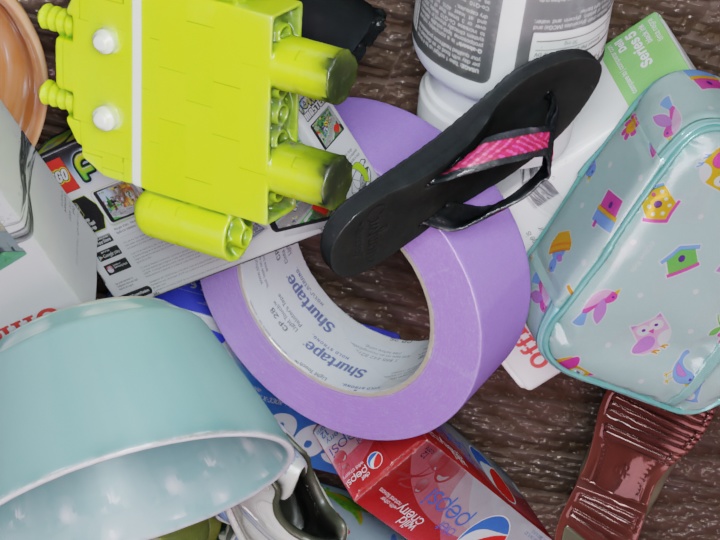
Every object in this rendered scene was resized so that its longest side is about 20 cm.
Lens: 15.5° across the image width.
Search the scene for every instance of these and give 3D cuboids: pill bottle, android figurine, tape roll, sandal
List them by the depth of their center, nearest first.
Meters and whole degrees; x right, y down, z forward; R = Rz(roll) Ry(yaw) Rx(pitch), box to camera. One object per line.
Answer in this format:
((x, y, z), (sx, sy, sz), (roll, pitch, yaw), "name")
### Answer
((-0.095, -0.099, 1.448), (0.199, 0.041, 0.183), (18, 120, 26), "android figurine")
((0.065, -0.051, 1.463), (0.200, 0.045, 0.075), (-37, 148, -23), "sandal")
((0.090, -0.167, 1.522), (0.116, 0.117, 0.201), (-1, 126, -13), "pill bottle")
((0.000, 0.000, 1.580), (0.199, 0.066, 0.201), (19, 129, 25), "tape roll")

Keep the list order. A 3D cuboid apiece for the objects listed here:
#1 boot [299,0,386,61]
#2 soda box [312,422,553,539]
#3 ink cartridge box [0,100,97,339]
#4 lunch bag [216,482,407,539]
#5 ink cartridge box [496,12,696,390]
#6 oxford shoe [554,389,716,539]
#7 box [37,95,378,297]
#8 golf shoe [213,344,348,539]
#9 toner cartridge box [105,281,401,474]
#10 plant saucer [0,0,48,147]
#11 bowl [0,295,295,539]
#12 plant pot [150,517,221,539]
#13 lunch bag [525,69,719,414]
((-0.047, -0.181, 1.504), (0.198, 0.074, 0.162), (-34, 124, 21), "boot")
((0.049, 0.142, 1.728), (0.063, 0.070, 0.200), (-40, 143, 7), "soda box")
((-0.257, -0.034, 1.496), (0.145, 0.085, 0.200), (-23, 127, 13), "ink cartridge box")
((-0.011, 0.222, 1.726), (0.160, 0.200, 0.083), (17, 116, -32), "lunch bag")
((0.144, -0.040, 1.647), (0.199, 0.084, 0.146), (-32, 126, 9), "ink cartridge box")
((0.189, 0.111, 1.791), (0.070, 0.075, 0.201), (30, 101, 4), "oxford shoe")
((-0.092, -0.055, 1.528), (0.199, 0.035, 0.110), (-19, 111, 39), "box")
((-0.071, 0.098, 1.615), (0.078, 0.097, 0.200), (-51, 124, -27), "golf shoe")
((-0.076, 0.065, 1.694), (0.199, 0.043, 0.095), (15, 119, -23), "toner cartridge box")
((-0.280, -0.108, 1.520), (0.199, 0.038, 0.201), (-7, 126, -9), "plant saucer")
((-0.147, 0.085, 1.502), (0.200, 0.106, 0.201), (-17, 162, -6), "bowl")
((-0.188, 0.235, 1.650), (0.198, 0.191, 0.201), (0, 147, 0), "plant pot")
((0.201, -0.014, 1.578), (0.160, 0.077, 0.200), (23, 116, -27), "lunch bag")
